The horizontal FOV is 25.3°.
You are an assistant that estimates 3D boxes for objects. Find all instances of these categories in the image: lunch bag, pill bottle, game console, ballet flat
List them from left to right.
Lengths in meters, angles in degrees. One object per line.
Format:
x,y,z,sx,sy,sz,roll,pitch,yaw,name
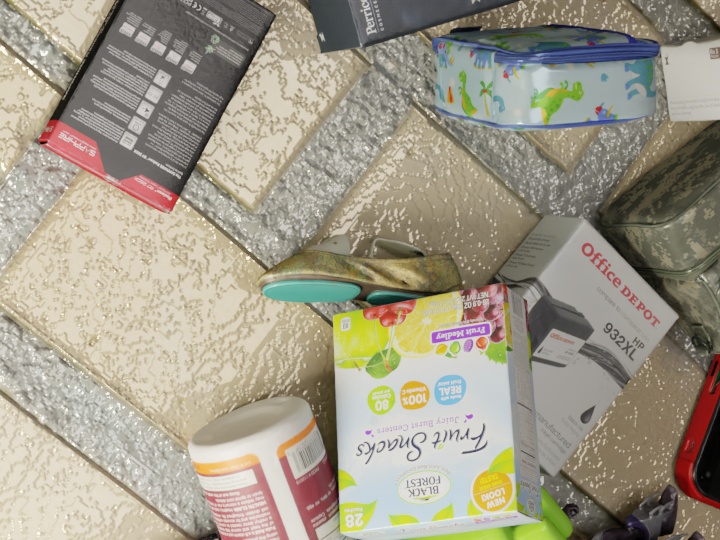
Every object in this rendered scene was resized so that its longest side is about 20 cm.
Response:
-0.067,0.222,1.409,0.114,0.114,0.201,-23,102,-18,pill bottle
0.000,0.000,1.451,0.199,0.071,0.071,6,92,-21,ballet flat
0.163,-0.173,1.423,0.160,0.200,0.083,-5,103,-19,lunch bag
0.361,-0.036,1.541,0.200,0.139,0.168,-39,108,-17,lunch bag
0.420,0.158,1.641,0.176,0.031,0.201,23,86,-24,game console

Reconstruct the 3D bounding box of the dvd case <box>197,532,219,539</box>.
-0.190,0.337,1.400,0.199,0.025,0.151,-23,99,-10,dvd case

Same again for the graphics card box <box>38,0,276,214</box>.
-0.174,-0.165,1.374,0.125,0.051,0.200,29,84,-20,graphics card box

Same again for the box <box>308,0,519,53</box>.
0.050,-0.292,1.421,0.199,0.107,0.149,-20,101,-18,box

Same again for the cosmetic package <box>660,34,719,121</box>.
0.408,-0.200,1.564,0.199,0.113,0.081,-13,98,-18,cosmetic package

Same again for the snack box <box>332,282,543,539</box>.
0.065,0.126,1.393,0.068,0.168,0.201,29,54,-59,snack box

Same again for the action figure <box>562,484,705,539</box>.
0.234,0.271,1.534,0.199,0.130,0.070,-10,135,-33,action figure

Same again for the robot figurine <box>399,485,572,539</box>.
0.095,0.271,1.447,0.200,0.176,0.116,-30,123,16,robot figurine

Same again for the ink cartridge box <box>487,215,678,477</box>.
0.179,0.068,1.508,0.145,0.084,0.200,44,78,-18,ink cartridge box
